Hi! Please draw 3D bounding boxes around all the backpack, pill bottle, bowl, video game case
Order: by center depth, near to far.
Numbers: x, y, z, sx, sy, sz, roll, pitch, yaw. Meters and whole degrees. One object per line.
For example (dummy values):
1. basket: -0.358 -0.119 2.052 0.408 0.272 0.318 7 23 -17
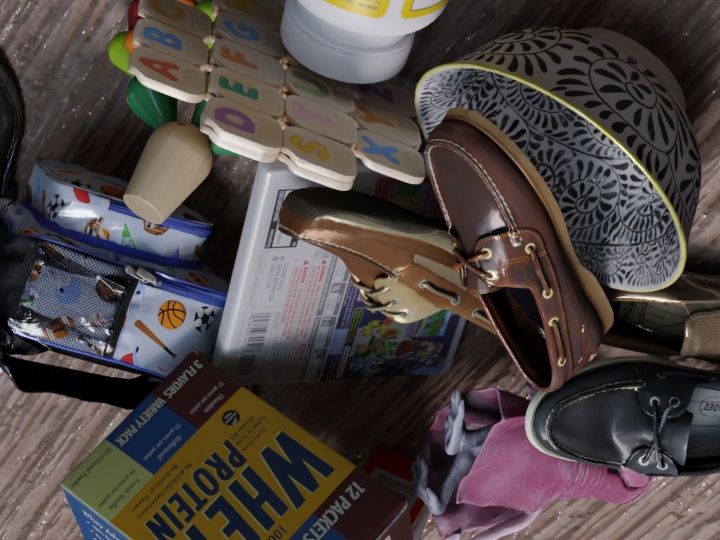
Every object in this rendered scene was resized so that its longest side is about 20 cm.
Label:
1. pill bottle: 0.013 -0.218 1.159 0.112 0.113 0.200 26 130 8
2. bowl: 0.140 -0.087 1.182 0.200 0.094 0.201 34 159 15
3. video game case: 0.000 0.000 1.312 0.182 0.023 0.200 -2 133 -21
4. backpack: -0.181 0.009 1.381 0.190 0.200 0.154 26 97 -23

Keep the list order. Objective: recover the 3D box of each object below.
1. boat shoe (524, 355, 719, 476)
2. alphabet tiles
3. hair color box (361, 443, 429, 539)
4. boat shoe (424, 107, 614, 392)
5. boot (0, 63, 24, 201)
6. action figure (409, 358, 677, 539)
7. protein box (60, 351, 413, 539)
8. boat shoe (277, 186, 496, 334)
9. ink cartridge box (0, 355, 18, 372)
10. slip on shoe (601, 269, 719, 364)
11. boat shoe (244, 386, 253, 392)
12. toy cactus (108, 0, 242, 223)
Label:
1. boat shoe: 0.209 0.102 1.252 0.199 0.066 0.075 6 102 -22
2. alphabet tiles: -0.049 -0.119 1.197 0.195 0.200 0.015 20 120 -13
3. hair color box: -0.001 0.245 1.508 0.061 0.102 0.200 24 130 11
4. boat shoe: 0.094 -0.008 1.190 0.070 0.070 0.200 11 142 53
5. boot: -0.320 -0.053 1.406 0.069 0.174 0.200 15 129 17
6. action figure: 0.146 0.135 1.315 0.199 0.149 0.134 7 167 -22
7. protein box: -0.076 0.203 1.325 0.198 0.135 0.200 33 154 25
8. boat shoe: 0.034 0.000 1.239 0.076 0.200 0.074 31 103 55
9. ink cartridge box: -0.391 0.046 1.600 0.200 0.057 0.163 -32 105 34
10. slip on shoe: 0.228 0.035 1.266 0.199 0.061 0.076 18 129 15
11. boat shoe: -0.140 0.133 1.516 0.074 0.073 0.200 26 131 7
12. toy cactus: -0.104 -0.102 1.279 0.200 0.165 0.102 26 157 16
